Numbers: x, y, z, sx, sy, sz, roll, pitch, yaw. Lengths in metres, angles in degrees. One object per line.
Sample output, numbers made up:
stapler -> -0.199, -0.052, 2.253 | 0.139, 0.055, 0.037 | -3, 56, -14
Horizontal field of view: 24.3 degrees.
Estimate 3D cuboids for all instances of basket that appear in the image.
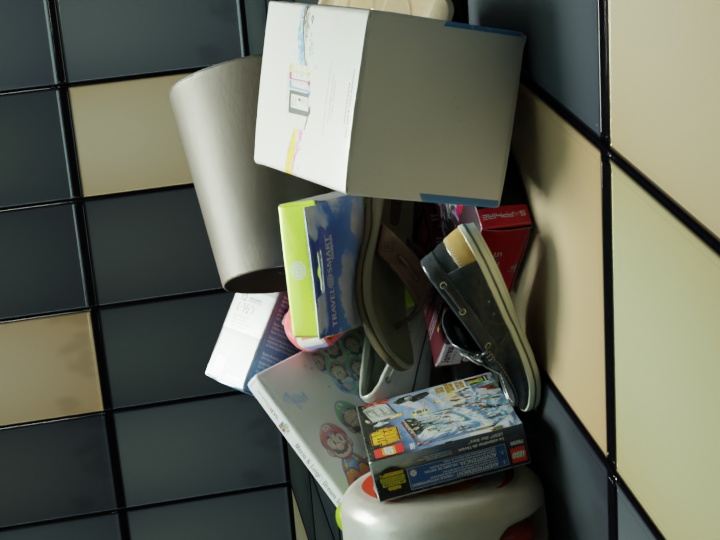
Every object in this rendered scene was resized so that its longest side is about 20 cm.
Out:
basket -> -0.090, -0.088, 1.601 | 0.136, 0.179, 0.202 | 22, -121, -66

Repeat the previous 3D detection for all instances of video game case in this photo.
video game case -> 0.009, 0.146, 1.651 | 0.183, 0.199, 0.024 | 52, 132, 12

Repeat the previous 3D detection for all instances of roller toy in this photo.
roller toy -> 0.077, 0.252, 1.471 | 0.200, 0.180, 0.141 | -130, 33, -79

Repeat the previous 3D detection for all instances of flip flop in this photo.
flip flop -> 0.039, -0.010, 1.519 | 0.081, 0.057, 0.202 | 30, -119, -58

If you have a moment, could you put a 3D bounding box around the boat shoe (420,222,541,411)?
boat shoe -> 0.102, 0.047, 1.410 | 0.201, 0.062, 0.075 | 64, 179, -39

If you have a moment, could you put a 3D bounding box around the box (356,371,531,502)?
box -> 0.070, 0.146, 1.503 | 0.200, 0.136, 0.040 | -107, 4, -80

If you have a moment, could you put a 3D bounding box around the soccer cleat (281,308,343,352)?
soccer cleat -> 0.000, 0.000, 1.650 | 0.067, 0.200, 0.076 | 48, 158, -25

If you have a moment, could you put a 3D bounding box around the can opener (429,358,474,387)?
can opener -> 0.098, 0.157, 1.634 | 0.067, 0.052, 0.202 | 101, 159, -61

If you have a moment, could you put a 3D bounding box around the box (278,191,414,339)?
box -> -0.013, -0.011, 1.532 | 0.200, 0.047, 0.123 | -18, -78, -60

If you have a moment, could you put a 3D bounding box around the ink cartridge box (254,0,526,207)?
ink cartridge box -> 0.018, -0.142, 1.394 | 0.200, 0.146, 0.146 | 24, 108, 62

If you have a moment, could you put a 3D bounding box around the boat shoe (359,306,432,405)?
boat shoe -> 0.038, 0.052, 1.657 | 0.073, 0.067, 0.202 | -28, 45, 37

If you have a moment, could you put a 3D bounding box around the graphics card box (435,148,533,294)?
graphics card box -> 0.098, -0.087, 1.481 | 0.126, 0.050, 0.202 | 100, 162, -59

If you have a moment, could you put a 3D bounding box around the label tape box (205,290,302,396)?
label tape box -> -0.060, 0.039, 1.711 | 0.066, 0.143, 0.202 | 14, 82, 41

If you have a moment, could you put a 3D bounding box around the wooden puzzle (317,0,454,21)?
wooden puzzle -> 0.015, -0.210, 1.628 | 0.200, 0.046, 0.187 | 44, 119, 50

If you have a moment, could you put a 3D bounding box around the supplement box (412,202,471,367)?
supplement box -> 0.085, -0.023, 1.587 | 0.109, 0.060, 0.202 | 103, 159, -64
